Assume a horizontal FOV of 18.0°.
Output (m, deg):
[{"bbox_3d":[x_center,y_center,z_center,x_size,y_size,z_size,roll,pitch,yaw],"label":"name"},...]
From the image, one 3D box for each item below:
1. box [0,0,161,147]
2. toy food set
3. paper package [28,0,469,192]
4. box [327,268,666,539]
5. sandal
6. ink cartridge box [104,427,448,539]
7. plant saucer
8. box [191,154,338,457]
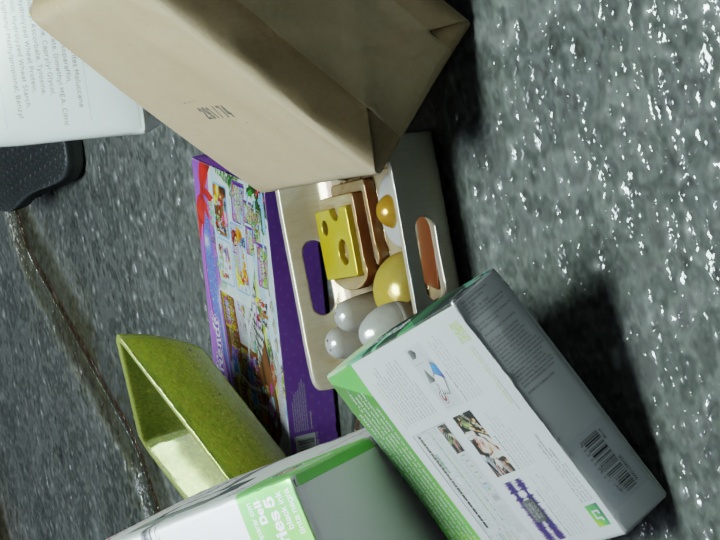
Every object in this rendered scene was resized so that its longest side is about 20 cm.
[{"bbox_3d":[-0.200,-0.197,1.561,0.199,0.130,0.201,-57,-39,-77],"label":"box"},{"bbox_3d":[0.000,0.000,1.359,0.200,0.060,0.144,171,88,-68],"label":"toy food set"},{"bbox_3d":[-0.067,-0.138,1.278,0.104,0.190,0.200,-58,18,-13],"label":"paper package"},{"bbox_3d":[0.066,0.085,1.202,0.145,0.036,0.200,53,155,-1],"label":"box"},{"bbox_3d":[-0.293,-0.096,2.069,0.200,0.048,0.076,-6,94,56],"label":"sandal"},{"bbox_3d":[-0.055,0.163,1.341,0.200,0.145,0.084,-24,89,37],"label":"ink cartridge box"},{"bbox_3d":[-0.085,0.142,1.558,0.200,0.048,0.200,50,164,20],"label":"plant saucer"},{"bbox_3d":[-0.065,0.026,1.560,0.137,0.039,0.201,-154,56,-62],"label":"box"}]
